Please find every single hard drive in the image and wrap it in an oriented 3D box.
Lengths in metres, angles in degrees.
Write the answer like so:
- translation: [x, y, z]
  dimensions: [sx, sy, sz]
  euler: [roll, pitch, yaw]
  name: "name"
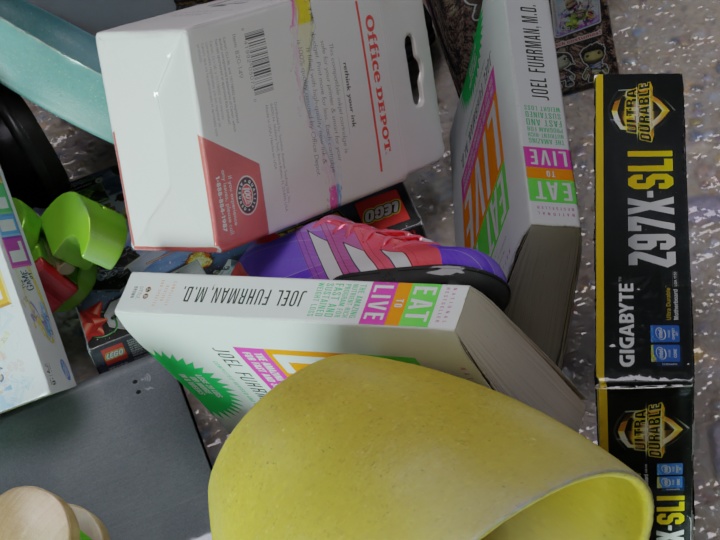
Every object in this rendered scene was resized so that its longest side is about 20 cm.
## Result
- translation: [-0.174, 0.133, 1.180]
  dimensions: [0.199, 0.033, 0.140]
  euler: [-22, 47, -4]
  name: "hard drive"

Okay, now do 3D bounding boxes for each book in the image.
- translation: [0.083, -0.050, 1.192]
  dimensions: [0.048, 0.134, 0.201]
  euler: [4, 46, -7]
  name: "book"
- translation: [-0.006, 0.047, 1.112]
  dimensions: [0.199, 0.134, 0.048]
  euler: [2, 59, 34]
  name: "book"

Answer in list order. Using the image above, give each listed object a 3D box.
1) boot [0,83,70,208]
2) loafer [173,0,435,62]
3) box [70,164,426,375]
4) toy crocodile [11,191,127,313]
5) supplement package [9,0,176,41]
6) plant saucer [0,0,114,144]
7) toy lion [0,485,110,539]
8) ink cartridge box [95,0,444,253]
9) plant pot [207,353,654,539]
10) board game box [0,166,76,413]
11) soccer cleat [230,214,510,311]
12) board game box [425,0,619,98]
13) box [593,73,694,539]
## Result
- translation: [-0.263, -0.031, 1.282]
  dimensions: [0.158, 0.080, 0.211]
  euler: [-39, 14, -23]
  name: "boot"
- translation: [-0.029, -0.149, 1.311]
  dimensions: [0.073, 0.073, 0.200]
  euler: [0, 10, 40]
  name: "loafer"
- translation: [-0.073, -0.024, 1.287]
  dimensions: [0.199, 0.040, 0.137]
  euler: [-20, 46, -3]
  name: "box"
- translation: [-0.210, 0.020, 1.237]
  dimensions: [0.200, 0.067, 0.062]
  euler: [-32, 46, 16]
  name: "toy crocodile"
- translation: [-0.117, -0.209, 1.383]
  dimensions: [0.199, 0.156, 0.111]
  euler: [-13, 45, 4]
  name: "supplement package"
- translation: [-0.158, -0.109, 1.260]
  dimensions: [0.200, 0.200, 0.036]
  euler: [33, 97, 36]
  name: "plant saucer"
- translation: [-0.160, 0.217, 1.063]
  dimensions: [0.200, 0.069, 0.192]
  euler: [37, 86, 18]
  name: "toy lion"
- translation: [-0.042, -0.090, 1.197]
  dimensions: [0.067, 0.117, 0.200]
  euler: [2, 16, 39]
  name: "ink cartridge box"
- translation: [0.011, 0.122, 1.010]
  dimensions: [0.200, 0.200, 0.142]
  euler: [-36, 59, -17]
  name: "plant pot"
- translation: [-0.247, -0.010, 1.195]
  dimensions: [0.134, 0.034, 0.201]
  euler: [-20, 88, 18]
  name: "board game box"
- translation: [0.000, 0.000, 1.146]
  dimensions: [0.200, 0.068, 0.074]
  euler: [-11, 56, 48]
  name: "soccer cleat"
- translation: [0.074, -0.222, 1.313]
  dimensions: [0.096, 0.200, 0.160]
  euler: [-16, 46, 1]
  name: "board game box"
- translation: [0.139, 0.027, 1.099]
  dimensions: [0.049, 0.160, 0.201]
  euler: [0, 50, 6]
  name: "box"
